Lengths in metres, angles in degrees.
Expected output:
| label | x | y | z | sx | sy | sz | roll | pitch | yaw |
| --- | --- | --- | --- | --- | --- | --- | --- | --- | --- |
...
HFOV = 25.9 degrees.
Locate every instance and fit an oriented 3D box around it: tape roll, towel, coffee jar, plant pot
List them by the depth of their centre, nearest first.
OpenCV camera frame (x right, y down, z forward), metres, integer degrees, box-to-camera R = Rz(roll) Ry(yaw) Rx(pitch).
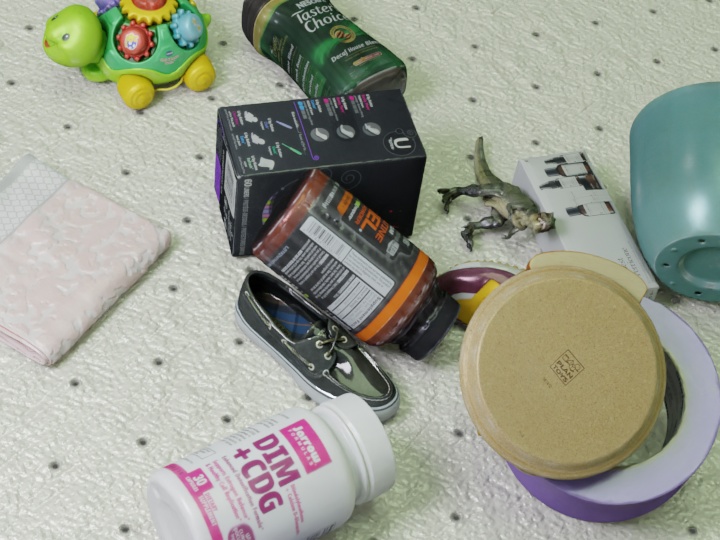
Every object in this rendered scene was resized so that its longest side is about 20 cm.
| label | x | y | z | sx | sy | sz | roll | pitch | yaw |
| --- | --- | --- | --- | --- | --- | --- | --- | --- | --- |
| tape roll | 0.225 | 0.125 | 1.442 | 0.198 | 0.085 | 0.202 | 0 | 71 | -1 |
| towel | -0.319 | -0.016 | 1.562 | 0.190 | 0.032 | 0.200 | 29 | 52 | 16 |
| plant pot | 0.368 | -0.067 | 1.607 | 0.199 | 0.201 | 0.162 | 12 | 59 | 2 |
| coffee jar | -0.045 | -0.250 | 1.766 | 0.104 | 0.086 | 0.200 | -28 | 58 | -28 |

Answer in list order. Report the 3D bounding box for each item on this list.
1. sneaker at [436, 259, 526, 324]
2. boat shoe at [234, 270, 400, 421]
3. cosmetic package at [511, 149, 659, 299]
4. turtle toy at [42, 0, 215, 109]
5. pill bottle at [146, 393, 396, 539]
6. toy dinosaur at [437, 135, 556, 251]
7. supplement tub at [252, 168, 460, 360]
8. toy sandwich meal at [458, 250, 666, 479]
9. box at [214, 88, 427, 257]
| label | x | y | z | sx | sy | sz | roll | pitch | yaw |
| --- | --- | --- | --- | --- | --- | --- | --- | --- | --- |
| sneaker | 0.161 | 0.055 | 1.544 | 0.198 | 0.075 | 0.091 | 13 | 48 | 5 |
| boat shoe | -0.044 | 0.072 | 1.509 | 0.199 | 0.057 | 0.069 | 35 | 53 | 20 |
| cosmetic package | 0.233 | -0.038 | 1.649 | 0.082 | 0.051 | 0.201 | -10 | 52 | -16 |
| turtle toy | -0.255 | -0.262 | 1.734 | 0.198 | 0.102 | 0.146 | -19 | 55 | -23 |
| pill bottle | -0.075 | 0.189 | 1.366 | 0.199 | 0.114 | 0.114 | -24 | 56 | -26 |
| toy dinosaur | 0.136 | -0.073 | 1.665 | 0.088 | 0.048 | 0.200 | -25 | 39 | -8 |
| supplement tub | 0.000 | 0.000 | 1.515 | 0.199 | 0.107 | 0.107 | 38 | 50 | -9 |
| toy sandwich meal | 0.175 | 0.083 | 1.381 | 0.203 | 0.070 | 0.207 | 1 | 80 | -5 |
| box | -0.044 | -0.101 | 1.614 | 0.198 | 0.123 | 0.107 | -8 | 50 | -14 |
